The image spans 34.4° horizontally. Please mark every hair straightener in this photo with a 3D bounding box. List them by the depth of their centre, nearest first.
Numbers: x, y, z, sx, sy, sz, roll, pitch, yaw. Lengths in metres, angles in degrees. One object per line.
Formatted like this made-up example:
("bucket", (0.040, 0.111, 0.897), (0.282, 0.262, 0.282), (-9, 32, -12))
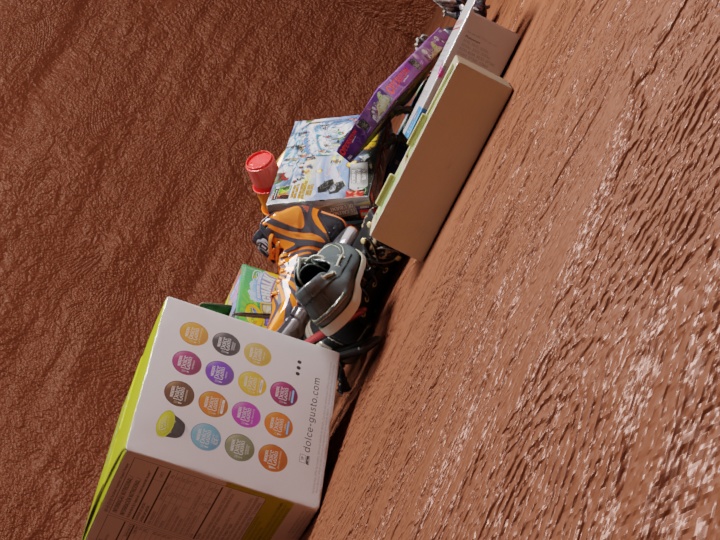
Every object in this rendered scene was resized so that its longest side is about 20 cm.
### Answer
("hair straightener", (-0.047, 0.110, 1.279), (0.200, 0.077, 0.041), (-31, -1, 40))

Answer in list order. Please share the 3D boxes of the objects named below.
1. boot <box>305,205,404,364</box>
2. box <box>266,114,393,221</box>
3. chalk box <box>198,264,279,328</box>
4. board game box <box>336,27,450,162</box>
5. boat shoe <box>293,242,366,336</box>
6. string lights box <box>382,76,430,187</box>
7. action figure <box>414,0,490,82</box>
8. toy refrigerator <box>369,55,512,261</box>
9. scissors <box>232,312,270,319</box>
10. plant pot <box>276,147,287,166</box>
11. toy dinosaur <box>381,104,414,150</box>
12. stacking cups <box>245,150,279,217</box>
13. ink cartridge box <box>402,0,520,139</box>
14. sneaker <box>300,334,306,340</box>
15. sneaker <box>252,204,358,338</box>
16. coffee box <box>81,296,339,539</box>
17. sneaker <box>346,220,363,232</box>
("boot", (0.004, 0.013, 1.368), (0.151, 0.073, 0.200), (-62, -1, 20))
("box", (-0.036, -0.135, 1.533), (0.201, 0.136, 0.040), (-76, -23, -50))
("chalk box", (-0.139, 0.086, 1.639), (0.124, 0.199, 0.125), (-87, 21, -48))
("board game box", (0.046, -0.228, 1.502), (0.120, 0.032, 0.200), (-47, 2, 41))
("boat shoe", (-0.039, 0.003, 1.266), (0.073, 0.062, 0.200), (-43, 16, 14))
("string lights box", (0.072, -0.158, 1.580), (0.201, 0.059, 0.103), (-64, 7, -2))
("action figure", (0.136, -0.350, 1.687), (0.201, 0.101, 0.119), (-72, -3, -51))
("toy refrigerator", (0.079, -0.119, 1.213), (0.076, 0.070, 0.201), (-80, 16, -73))
("scissors", (-0.089, 0.065, 1.543), (0.073, 0.199, 0.014), (-24, 70, 58))
("plant pot", (-0.030, -0.124, 1.700), (0.201, 0.199, 0.140), (-65, 6, -14))
("toy dinosaur", (0.074, -0.161, 1.480), (0.047, 0.088, 0.201), (-20, -34, -53))
("stacking cups", (-0.101, -0.076, 1.600), (0.201, 0.060, 0.061), (69, -147, -43))
("ink cartridge box", (0.123, -0.232, 1.346), (0.201, 0.068, 0.115), (-64, 5, 9))
("sneaker", (-0.057, 0.111, 1.521), (0.201, 0.076, 0.091), (-62, -1, 5))
("sneaker", (-0.093, 0.006, 1.415), (0.201, 0.112, 0.078), (-59, -5, -29))
("coffee box", (-0.155, 0.187, 1.202), (0.200, 0.197, 0.200), (-83, 17, -46))
("sneaker", (0.000, 0.000, 1.550), (0.200, 0.079, 0.096), (127, 150, -58))
